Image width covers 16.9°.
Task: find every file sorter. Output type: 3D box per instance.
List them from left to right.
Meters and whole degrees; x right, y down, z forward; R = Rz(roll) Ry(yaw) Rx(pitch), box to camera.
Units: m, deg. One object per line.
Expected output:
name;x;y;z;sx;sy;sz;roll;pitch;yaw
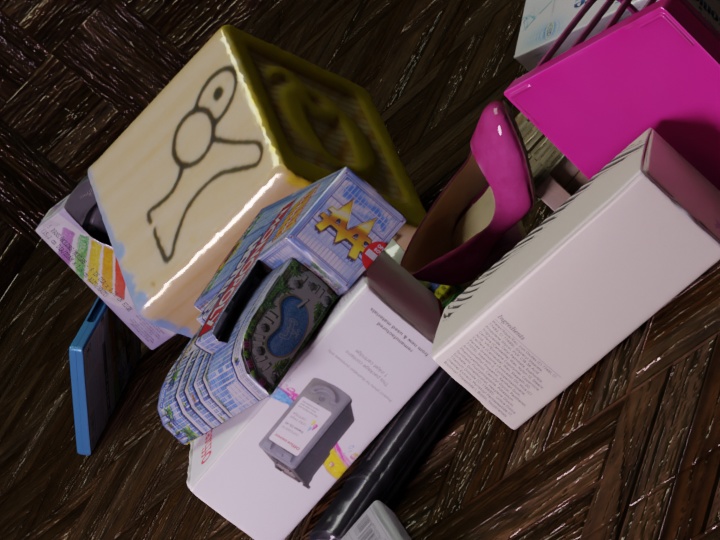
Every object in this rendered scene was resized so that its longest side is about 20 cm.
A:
file sorter;0.220;-0.134;1.575;0.125;0.139;0.200;-52;12;-25

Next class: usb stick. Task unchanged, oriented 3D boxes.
usb stick;0.030;0.122;1.714;0.200;0.033;0.055;-54;7;-20

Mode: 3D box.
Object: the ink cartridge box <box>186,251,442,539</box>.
ink cartridge box;-0.031;0.087;1.769;0.200;0.086;0.148;-50;11;12

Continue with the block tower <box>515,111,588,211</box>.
block tower;0.151;-0.081;1.840;0.058;0.054;0.200;-49;13;7

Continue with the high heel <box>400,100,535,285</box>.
high heel;0.074;-0.050;1.762;0.096;0.200;0.067;-14;55;-5

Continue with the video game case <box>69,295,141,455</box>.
video game case;-0.283;0.091;2.705;0.200;0.018;0.143;-68;-19;-56

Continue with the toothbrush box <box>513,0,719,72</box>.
toothbrush box;0.211;-0.236;1.865;0.146;0.085;0.200;-21;43;40

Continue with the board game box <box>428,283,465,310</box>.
board game box;0.028;0.054;1.925;0.135;0.029;0.200;-50;13;2

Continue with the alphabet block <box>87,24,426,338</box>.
alphabet block;-0.091;-0.062;2.141;0.200;0.196;0.195;-43;50;25

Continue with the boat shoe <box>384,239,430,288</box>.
boat shoe;0.000;0.000;1.954;0.062;0.075;0.200;-39;21;-5

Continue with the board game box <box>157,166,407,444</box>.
board game box;-0.058;0.012;1.743;0.200;0.062;0.200;-56;12;-31

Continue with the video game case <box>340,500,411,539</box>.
video game case;-0.026;0.246;1.563;0.182;0.024;0.200;-49;13;2

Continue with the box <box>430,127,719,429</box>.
box;0.141;0.007;1.559;0.200;0.082;0.068;-41;14;27

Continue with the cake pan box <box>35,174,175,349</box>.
cake pan box;-0.225;-0.033;2.617;0.184;0.200;0.052;-32;18;30
